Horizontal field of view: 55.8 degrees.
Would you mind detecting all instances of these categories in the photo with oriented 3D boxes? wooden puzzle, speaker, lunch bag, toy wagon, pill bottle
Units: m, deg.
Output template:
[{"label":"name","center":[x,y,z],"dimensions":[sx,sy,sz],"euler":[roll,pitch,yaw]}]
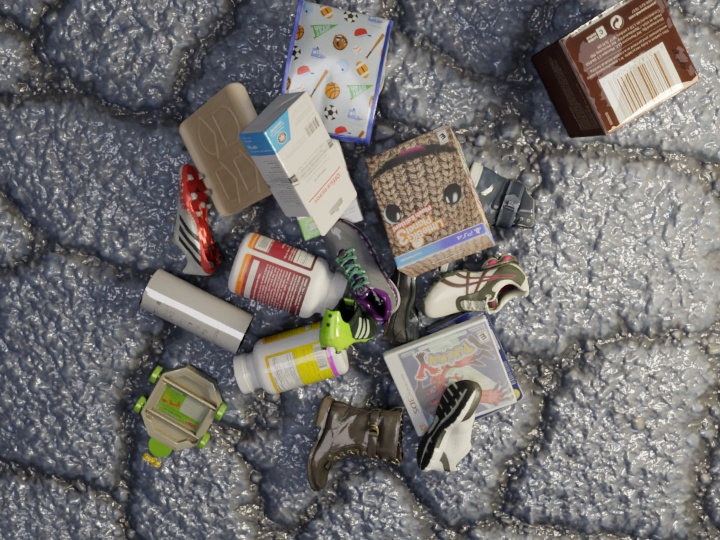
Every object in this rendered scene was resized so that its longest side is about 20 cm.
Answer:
[{"label":"wooden puzzle","center":[-0.217,-0.206,1.178],"dimensions":[0.199,0.046,0.187],"euler":[-16,102,47]},{"label":"speaker","center":[-0.297,0.076,1.246],"dimensions":[0.198,0.081,0.082],"euler":[26,99,-3]},{"label":"lunch bag","center":[-0.045,-0.323,1.149],"dimensions":[0.167,0.124,0.203],"euler":[10,85,0]},{"label":"toy wagon","center":[-0.355,0.281,1.303],"dimensions":[0.154,0.040,0.202],"euler":[30,99,-4]},{"label":"pill bottle","center":[-0.127,0.016,1.217],"dimensions":[0.197,0.113,0.114],"euler":[20,99,-2]},{"label":"pill bottle","center":[-0.128,0.163,1.247],"dimensions":[0.197,0.104,0.106],"euler":[-16,99,4]}]

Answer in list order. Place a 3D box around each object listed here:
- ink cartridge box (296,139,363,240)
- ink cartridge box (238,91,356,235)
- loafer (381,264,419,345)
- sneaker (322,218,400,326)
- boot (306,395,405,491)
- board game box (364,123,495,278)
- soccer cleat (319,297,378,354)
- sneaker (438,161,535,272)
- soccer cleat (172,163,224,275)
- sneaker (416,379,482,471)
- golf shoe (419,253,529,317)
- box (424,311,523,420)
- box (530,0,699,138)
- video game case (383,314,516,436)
[{"label":"ink cartridge box","center":[-0.078,-0.169,1.207],"dimensions":[0.116,0.067,0.203],"euler":[-19,99,4]},{"label":"ink cartridge box","center":[-0.095,-0.167,1.093],"dimensions":[0.116,0.067,0.201],"euler":[-51,129,-32]},{"label":"loafer","center":[0.069,0.043,1.241],"dimensions":[0.071,0.073,0.203],"euler":[-2,99,4]},{"label":"sneaker","center":[0.000,0.000,1.163],"dimensions":[0.074,0.088,0.201],"euler":[-35,99,19]},{"label":"boot","center":[-0.005,0.337,1.274],"dimensions":[0.171,0.069,0.203],"euler":[11,98,13]},{"label":"board game box","center":[0.116,-0.114,1.151],"dimensions":[0.158,0.097,0.203],"euler":[-22,74,15]},{"label":"soccer cleat","center":[-0.014,0.086,1.186],"dimensions":[0.067,0.200,0.082],"euler":[11,100,19]},{"label":"sneaker","center":[0.229,-0.072,1.215],"dimensions":[0.144,0.077,0.205],"euler":[21,98,0]},{"label":"soccer cleat","center":[-0.307,-0.088,1.225],"dimensions":[0.084,0.069,0.203],"euler":[-8,101,21]},{"label":"sneaker","center":[0.175,0.284,1.238],"dimensions":[0.079,0.074,0.202],"euler":[16,115,-19]},{"label":"golf shoe","center":[0.202,0.040,1.213],"dimensions":[0.198,0.089,0.078],"euler":[-25,132,1]},{"label":"box","center":[0.215,0.174,1.279],"dimensions":[0.120,0.032,0.202],"euler":[-25,99,5]},{"label":"box","center":[0.403,-0.329,1.107],"dimensions":[0.165,0.200,0.166],"euler":[-30,98,5]},{"label":"video game case","center":[0.165,0.196,1.246],"dimensions":[0.197,0.023,0.184],"euler":[-22,108,9]}]
